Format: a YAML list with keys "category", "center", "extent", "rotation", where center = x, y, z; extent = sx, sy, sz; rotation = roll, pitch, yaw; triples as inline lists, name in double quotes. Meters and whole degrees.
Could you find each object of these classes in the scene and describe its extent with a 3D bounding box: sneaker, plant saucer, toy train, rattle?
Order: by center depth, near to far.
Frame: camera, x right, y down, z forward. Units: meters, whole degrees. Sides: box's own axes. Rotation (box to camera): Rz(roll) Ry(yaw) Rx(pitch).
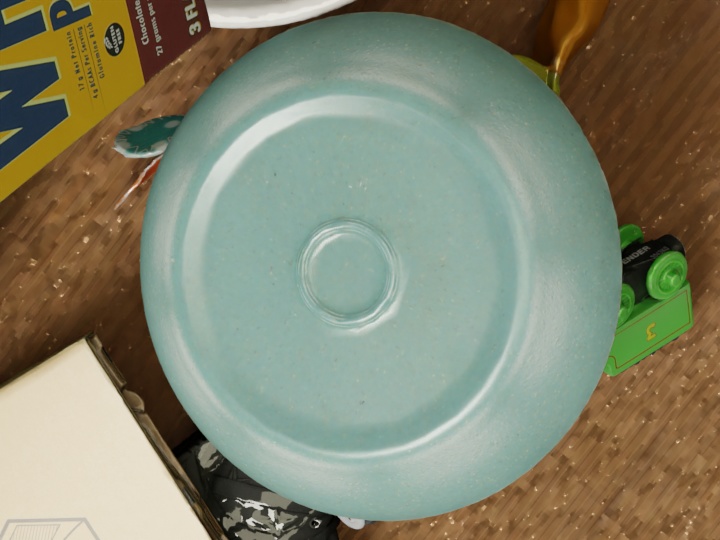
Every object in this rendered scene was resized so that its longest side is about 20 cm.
- category: "plant saucer"
  center: [0.000, 0.000, 0.990]
  extent: [0.200, 0.036, 0.200]
  rotation: [1, 94, 19]
- category: "toy train"
  center: [0.060, 0.045, 1.075]
  extent: [0.200, 0.042, 0.056]
  rotation: [-30, 131, -23]
- category: "rattle"
  center: [0.001, -0.088, 1.078]
  extent: [0.200, 0.130, 0.143]
  rotation: [3, 84, 20]
- category: "sneaker"
  center: [-0.031, 0.105, 1.097]
  extent: [0.200, 0.060, 0.104]
  rotation: [-38, 96, 4]

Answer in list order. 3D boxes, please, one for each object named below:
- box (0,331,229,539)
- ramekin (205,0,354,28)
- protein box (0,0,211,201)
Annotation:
- category: "box"
  center: [-0.150, 0.143, 1.078]
  extent: [0.200, 0.021, 0.164]
  rotation: [-31, 96, 13]
- category: "ramekin"
  center: [-0.053, -0.199, 1.045]
  extent: [0.200, 0.098, 0.201]
  rotation: [-1, 96, -6]
- category: "protein box"
  center: [-0.200, -0.108, 0.925]
  extent: [0.200, 0.199, 0.135]
  rotation: [6, 123, 31]
